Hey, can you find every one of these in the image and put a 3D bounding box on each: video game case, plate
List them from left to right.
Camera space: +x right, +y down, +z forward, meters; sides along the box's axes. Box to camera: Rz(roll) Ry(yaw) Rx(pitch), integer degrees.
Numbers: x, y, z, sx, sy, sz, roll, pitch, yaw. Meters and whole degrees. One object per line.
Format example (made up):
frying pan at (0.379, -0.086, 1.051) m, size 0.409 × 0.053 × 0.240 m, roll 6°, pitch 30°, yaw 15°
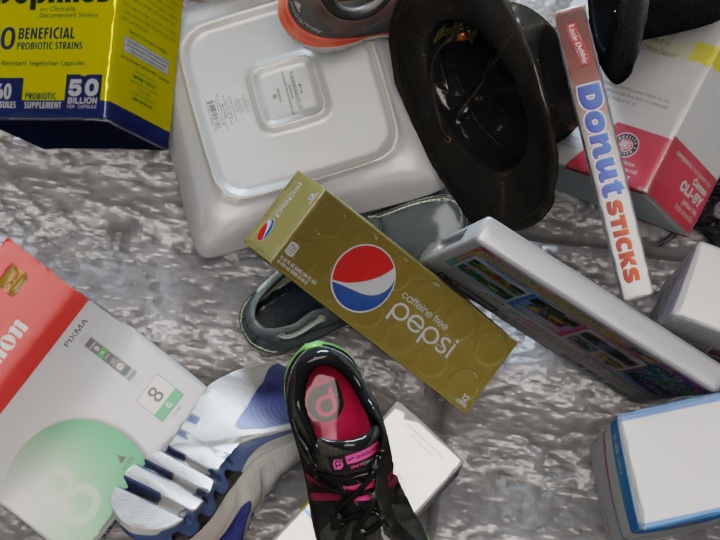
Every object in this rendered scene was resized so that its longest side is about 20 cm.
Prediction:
plate at (-0.054, -0.130, 1.768) m, size 0.199 × 0.032 × 0.201 m, roll -16°, pitch 75°, yaw -2°
video game case at (0.146, 0.031, 1.666) m, size 0.199 × 0.182 × 0.024 m, roll 33°, pitch 79°, yaw -7°

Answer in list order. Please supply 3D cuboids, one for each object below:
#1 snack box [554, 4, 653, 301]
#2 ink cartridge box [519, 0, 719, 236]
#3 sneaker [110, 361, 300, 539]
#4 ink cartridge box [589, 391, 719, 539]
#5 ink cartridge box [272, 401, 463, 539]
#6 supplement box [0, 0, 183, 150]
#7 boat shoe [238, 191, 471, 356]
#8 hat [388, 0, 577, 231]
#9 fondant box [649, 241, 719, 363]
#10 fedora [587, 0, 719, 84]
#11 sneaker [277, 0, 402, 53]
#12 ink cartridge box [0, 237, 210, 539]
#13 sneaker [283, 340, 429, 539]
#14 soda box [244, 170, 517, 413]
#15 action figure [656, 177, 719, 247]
snack box at (0.166, -0.080, 1.613) m, size 0.024 × 0.072 × 0.201 m, roll -14°, pitch 91°, yaw 6°
ink cartridge box at (0.216, -0.146, 1.726) m, size 0.145 × 0.083 × 0.201 m, roll 22°, pitch 81°, yaw 42°
sneaker at (-0.103, 0.162, 1.717) m, size 0.080 × 0.116 × 0.199 m, roll 29°, pitch 50°, yaw 28°
ink cartridge box at (0.246, 0.137, 1.661) m, size 0.143 × 0.200 × 0.085 m, roll -12°, pitch 79°, yaw -2°
ink cartridge box at (-0.016, 0.194, 1.692) m, size 0.067 × 0.116 × 0.200 m, roll 42°, pitch 84°, yaw 6°
supplement box at (-0.203, -0.197, 1.738) m, size 0.108 × 0.109 × 0.202 m, roll 1°, pitch 81°, yaw 21°
boat shoe at (0.000, 0.000, 1.747) m, size 0.199 × 0.062 × 0.073 m, roll -29°, pitch 80°, yaw -5°
hat at (0.105, -0.131, 1.681) m, size 0.081 × 0.200 × 0.202 m, roll -18°, pitch 81°, yaw -30°
fondant box at (0.284, 0.045, 1.672) m, size 0.143 × 0.200 × 0.059 m, roll 20°, pitch 80°, yaw 3°
fedora at (0.213, -0.223, 1.636) m, size 0.091 × 0.201 × 0.202 m, roll 1°, pitch 82°, yaw -2°
sneaker at (0.039, -0.214, 1.743) m, size 0.199 × 0.082 × 0.077 m, roll -20°, pitch 76°, yaw -29°
ink cartridge box at (-0.234, 0.093, 1.742) m, size 0.200 × 0.050 × 0.161 m, roll 38°, pitch 83°, yaw 3°
sneaker at (-0.007, 0.143, 1.598) m, size 0.076 × 0.084 × 0.201 m, roll -23°, pitch 79°, yaw -2°
soda box at (0.016, 0.016, 1.698) m, size 0.200 × 0.064 × 0.068 m, roll 38°, pitch 89°, yaw -25°
action figure at (0.314, -0.067, 1.739) m, size 0.199 × 0.102 × 0.120 m, roll -21°, pitch 94°, yaw -5°
